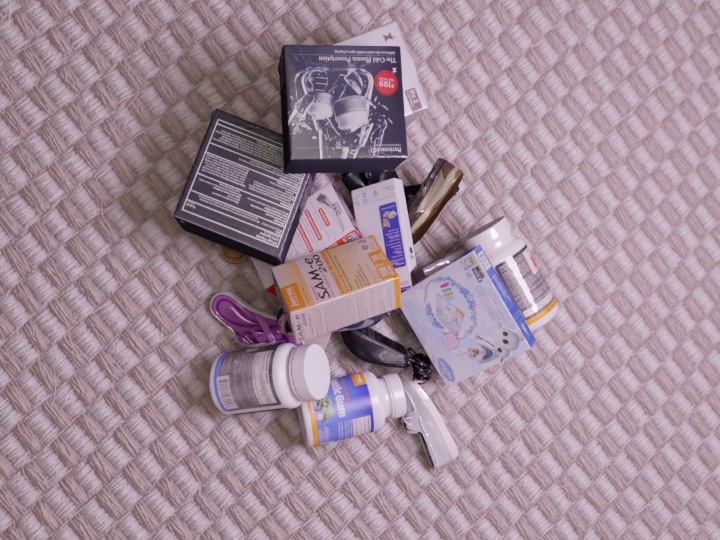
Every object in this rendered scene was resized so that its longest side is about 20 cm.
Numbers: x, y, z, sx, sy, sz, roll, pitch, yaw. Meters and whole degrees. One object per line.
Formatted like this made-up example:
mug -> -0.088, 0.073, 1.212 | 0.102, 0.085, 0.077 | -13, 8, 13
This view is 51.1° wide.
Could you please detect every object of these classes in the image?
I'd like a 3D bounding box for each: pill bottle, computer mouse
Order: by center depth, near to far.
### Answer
pill bottle -> -0.160, 0.191, 1.340 | 0.195, 0.113, 0.117 | -11, 89, 23
pill bottle -> 0.275, 0.011, 1.397 | 0.115, 0.116, 0.203 | -29, 94, -11
pill bottle -> -0.018, 0.253, 1.412 | 0.195, 0.112, 0.115 | -12, 89, -12
computer mouse -> 0.041, 0.160, 1.436 | 0.197, 0.139, 0.054 | 28, 100, 0

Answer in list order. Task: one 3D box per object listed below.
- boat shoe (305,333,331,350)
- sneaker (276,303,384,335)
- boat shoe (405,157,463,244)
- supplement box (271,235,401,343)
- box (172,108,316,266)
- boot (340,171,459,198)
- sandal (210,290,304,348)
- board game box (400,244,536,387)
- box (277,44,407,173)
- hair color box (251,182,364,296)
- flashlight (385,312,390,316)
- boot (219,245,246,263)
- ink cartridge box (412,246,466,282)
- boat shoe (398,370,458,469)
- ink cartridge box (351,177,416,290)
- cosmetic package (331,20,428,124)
boat shoe -> -0.083, 0.094, 1.434 | 0.074, 0.093, 0.202 | 30, 110, -12
sneaker -> -0.052, 0.090, 1.337 | 0.194, 0.082, 0.072 | -5, 113, 2
boat shoe -> 0.114, -0.119, 1.414 | 0.065, 0.073, 0.201 | 42, 104, 16
supplement box -> -0.042, 0.028, 1.293 | 0.196, 0.127, 0.075 | -19, 133, -13
box -> -0.195, -0.138, 1.312 | 0.196, 0.123, 0.203 | 21, 79, -1
boot -> 0.078, -0.173, 1.472 | 0.198, 0.076, 0.170 | -33, 97, -5
sandal -> -0.198, 0.112, 1.390 | 0.199, 0.050, 0.084 | 28, 112, 9
board game box -> 0.189, 0.088, 1.383 | 0.203, 0.197, 0.043 | 59, 35, 0
box -> -0.031, -0.261, 1.233 | 0.195, 0.104, 0.187 | -3, 86, -12
hair color box -> -0.104, -0.055, 1.387 | 0.198, 0.064, 0.112 | -33, 64, 9
flashlight -> 0.000, 0.000, 1.448 | 0.200, 0.068, 0.068 | 47, 45, -1
boot -> -0.222, -0.115, 1.409 | 0.072, 0.075, 0.205 | 12, 86, -12
ink cartridge box -> 0.223, 0.025, 1.488 | 0.196, 0.084, 0.148 | -25, 93, -12
boat shoe -> 0.116, 0.294, 1.465 | 0.068, 0.072, 0.203 | -32, 103, -12
ink cartridge box -> 0.045, -0.059, 1.391 | 0.097, 0.039, 0.206 | -11, 84, 30
cosmetic package -> 0.004, -0.328, 1.402 | 0.162, 0.200, 0.168 | -23, 91, -12
